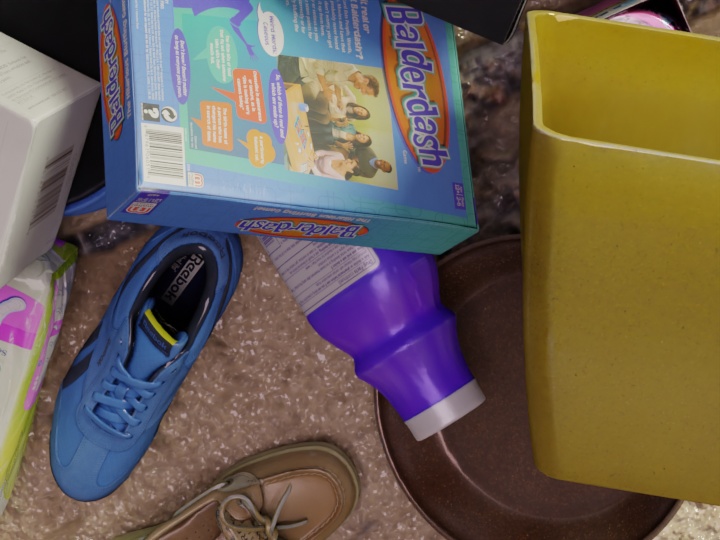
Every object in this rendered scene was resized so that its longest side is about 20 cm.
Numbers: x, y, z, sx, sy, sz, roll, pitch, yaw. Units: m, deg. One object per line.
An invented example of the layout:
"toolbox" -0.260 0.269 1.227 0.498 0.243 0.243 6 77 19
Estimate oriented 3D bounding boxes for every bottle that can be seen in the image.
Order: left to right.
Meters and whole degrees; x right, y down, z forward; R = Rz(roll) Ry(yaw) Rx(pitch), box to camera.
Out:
"bottle" 0.000 0.000 0.922 0.083 0.065 0.200 -35 86 41

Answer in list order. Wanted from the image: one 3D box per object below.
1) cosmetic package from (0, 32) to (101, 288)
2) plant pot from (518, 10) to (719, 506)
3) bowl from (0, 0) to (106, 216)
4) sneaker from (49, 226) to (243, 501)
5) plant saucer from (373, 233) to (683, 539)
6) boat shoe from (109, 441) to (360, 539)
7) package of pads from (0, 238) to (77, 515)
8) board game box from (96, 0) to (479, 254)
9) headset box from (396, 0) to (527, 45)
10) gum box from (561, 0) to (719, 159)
"cosmetic package" -0.254 -0.088 0.878 0.199 0.081 0.113 25 117 8
"plant pot" 0.161 0.001 0.765 0.199 0.200 0.177 10 114 1
"bowl" -0.190 -0.124 0.912 0.200 0.039 0.201 6 110 16
"sneaker" -0.134 0.055 0.955 0.066 0.078 0.201 29 102 -5
"plant saucer" 0.105 0.076 0.944 0.200 0.037 0.201 3 99 23
"boat shoe" -0.090 0.171 0.982 0.200 0.063 0.073 -31 98 7
"package of pads" -0.262 0.054 0.957 0.154 0.068 0.201 21 109 -2
"board game box" -0.038 -0.094 0.857 0.199 0.045 0.153 6 68 -29
"headset box" 0.034 -0.236 0.832 0.174 0.093 0.201 22 69 1
"gum box" 0.176 -0.055 0.901 0.066 0.114 0.201 -25 99 7
